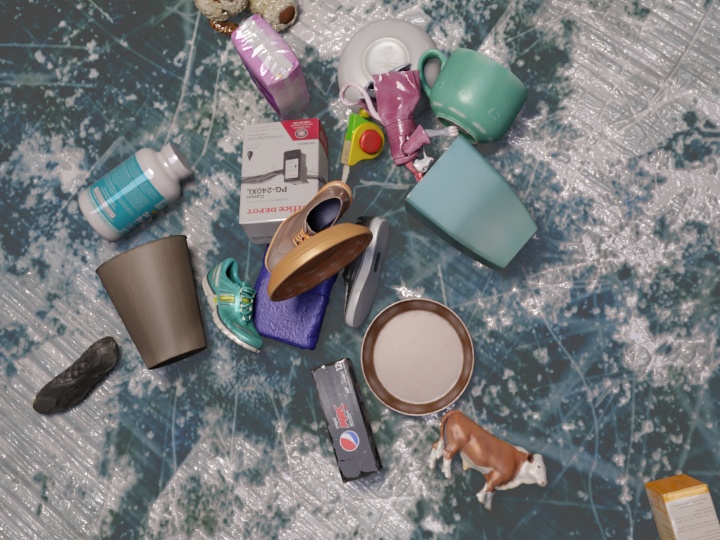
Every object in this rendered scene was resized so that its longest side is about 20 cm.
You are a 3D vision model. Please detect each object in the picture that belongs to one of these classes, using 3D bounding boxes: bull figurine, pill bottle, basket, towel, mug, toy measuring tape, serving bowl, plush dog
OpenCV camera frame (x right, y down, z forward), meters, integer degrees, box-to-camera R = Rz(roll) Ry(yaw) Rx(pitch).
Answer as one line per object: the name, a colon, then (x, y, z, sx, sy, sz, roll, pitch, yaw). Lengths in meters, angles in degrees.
bull figurine: (0.210, 0.321, 1.275, 0.199, 0.065, 0.122, 32, 77, 14)
pill bottle: (-0.411, -0.150, 1.410, 0.199, 0.111, 0.111, -35, 79, 4)
basket: (-0.360, 0.063, 1.369, 0.178, 0.136, 0.202, -24, 84, 9)
towel: (-0.118, 0.032, 1.378, 0.146, 0.050, 0.203, 15, 85, 15)
mug: (0.186, -0.296, 1.324, 0.184, 0.151, 0.115, 32, 91, 45)
toy measuring tape: (0.002, -0.198, 1.384, 0.073, 0.074, 0.203, 12, 101, 10)
serving bowl: (0.050, -0.371, 1.390, 0.197, 0.066, 0.203, -1, 82, 8)
plush dog: (-0.233, -0.536, 1.419, 0.170, 0.201, 0.161, -28, 46, -5)

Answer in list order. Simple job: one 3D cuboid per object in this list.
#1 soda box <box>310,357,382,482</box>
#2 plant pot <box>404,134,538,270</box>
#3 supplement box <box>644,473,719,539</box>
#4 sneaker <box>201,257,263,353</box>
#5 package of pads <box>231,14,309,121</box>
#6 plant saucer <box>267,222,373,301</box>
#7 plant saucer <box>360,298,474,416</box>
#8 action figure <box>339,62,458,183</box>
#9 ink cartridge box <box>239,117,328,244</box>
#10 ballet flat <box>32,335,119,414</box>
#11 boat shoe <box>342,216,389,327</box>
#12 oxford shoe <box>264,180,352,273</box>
soda box: (-0.024, 0.257, 1.324, 0.070, 0.063, 0.203, -18, 80, 7)
plant pot: (0.195, -0.099, 1.303, 0.200, 0.141, 0.142, 42, 90, 4)
supplement box: (0.518, 0.432, 1.187, 0.073, 0.126, 0.203, -15, 80, 6)
sneaker: (-0.219, 0.059, 1.341, 0.080, 0.077, 0.201, -41, 56, 13)
package of pads: (-0.154, -0.353, 1.352, 0.075, 0.200, 0.121, -36, 82, -2)
plant saucer: (-0.071, -0.018, 1.247, 0.199, 0.200, 0.038, -34, 79, 3)
plant saucer: (0.100, 0.151, 1.333, 0.197, 0.034, 0.203, -1, 83, 8)
action figure: (0.068, -0.243, 1.290, 0.147, 0.134, 0.203, -11, 82, -22)
ink cartridge box: (-0.134, -0.159, 1.361, 0.143, 0.084, 0.203, -4, 68, 7)
ballet flat: (-0.528, 0.200, 1.423, 0.199, 0.057, 0.067, -37, 122, 4)
boat shoe: (0.000, 0.000, 1.356, 0.056, 0.069, 0.203, 12, 82, 26)
oxford shoe: (-0.094, -0.064, 1.254, 0.071, 0.073, 0.200, 39, 109, -8)
